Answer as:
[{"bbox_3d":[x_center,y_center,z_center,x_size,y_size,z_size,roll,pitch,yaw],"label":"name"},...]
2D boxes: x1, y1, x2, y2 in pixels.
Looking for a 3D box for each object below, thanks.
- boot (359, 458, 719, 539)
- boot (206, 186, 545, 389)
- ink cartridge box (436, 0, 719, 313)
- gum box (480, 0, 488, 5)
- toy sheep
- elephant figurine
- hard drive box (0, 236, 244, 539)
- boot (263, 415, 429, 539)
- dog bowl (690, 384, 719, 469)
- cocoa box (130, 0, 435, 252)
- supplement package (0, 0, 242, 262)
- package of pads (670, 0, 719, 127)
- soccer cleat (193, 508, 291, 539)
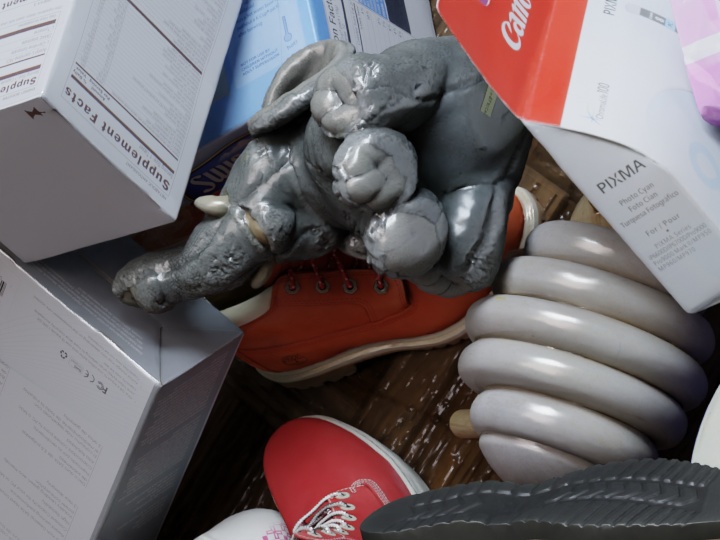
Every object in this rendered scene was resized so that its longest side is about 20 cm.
[{"bbox_3d":[0.107,0.168,1.368,0.199,0.077,0.139,-7,105,36],"label":"boot"},{"bbox_3d":[0.000,0.000,1.559,0.199,0.107,0.075,-26,56,26],"label":"boot"},{"bbox_3d":[0.123,-0.098,1.400,0.047,0.200,0.160,-31,22,27],"label":"ink cartridge box"},{"bbox_3d":[0.145,-0.175,1.495,0.199,0.114,0.066,-27,31,28],"label":"gum box"},{"bbox_3d":[0.109,0.048,1.441,0.137,0.138,0.201,7,77,40],"label":"toy sheep"},{"bbox_3d":[-0.015,-0.052,1.470,0.200,0.154,0.143,-7,82,55],"label":"elephant figurine"},{"bbox_3d":[-0.170,0.071,1.594,0.156,0.077,0.201,39,130,17],"label":"hard drive box"},{"bbox_3d":[-0.018,0.133,1.495,0.073,0.144,0.200,-50,49,12],"label":"boot"},{"bbox_3d":[0.252,0.105,1.335,0.199,0.079,0.201,-15,65,33],"label":"dog bowl"},{"bbox_3d":[-0.068,-0.097,1.631,0.199,0.131,0.134,-28,58,27],"label":"cocoa box"},{"bbox_3d":[-0.144,-0.123,1.507,0.109,0.114,0.201,-14,47,36],"label":"supplement package"},{"bbox_3d":[0.261,-0.128,1.389,0.199,0.120,0.076,-21,76,31],"label":"package of pads"},{"bbox_3d":[-0.099,0.174,1.526,0.070,0.087,0.200,-15,26,38],"label":"soccer cleat"}]
